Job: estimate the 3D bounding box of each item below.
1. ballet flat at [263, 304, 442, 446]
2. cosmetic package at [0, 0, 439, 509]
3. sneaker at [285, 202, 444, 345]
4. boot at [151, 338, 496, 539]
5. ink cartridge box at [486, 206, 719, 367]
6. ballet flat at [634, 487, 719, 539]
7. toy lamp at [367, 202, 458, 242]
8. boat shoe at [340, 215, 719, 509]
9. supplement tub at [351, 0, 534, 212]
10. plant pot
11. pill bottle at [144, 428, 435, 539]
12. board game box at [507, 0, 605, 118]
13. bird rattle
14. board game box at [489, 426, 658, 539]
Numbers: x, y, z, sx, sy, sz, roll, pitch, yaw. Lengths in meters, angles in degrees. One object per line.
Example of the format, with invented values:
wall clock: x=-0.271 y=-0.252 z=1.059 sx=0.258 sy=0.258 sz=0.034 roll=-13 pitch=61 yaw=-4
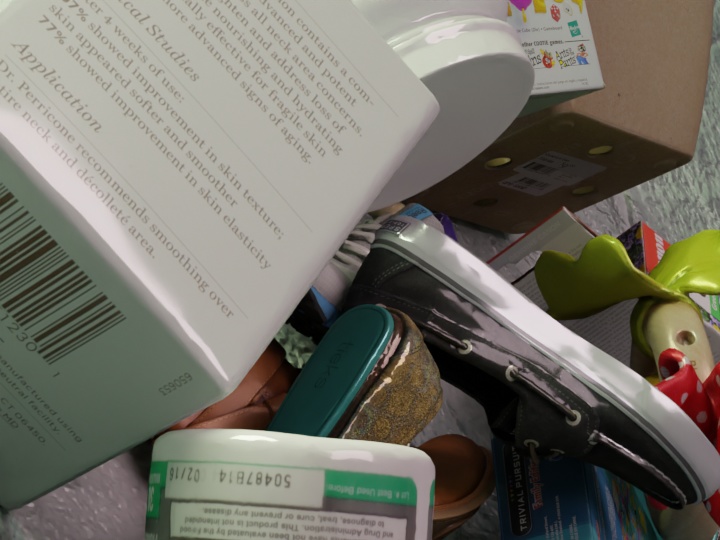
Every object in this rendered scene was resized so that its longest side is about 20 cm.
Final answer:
ballet flat: x=-0.031 y=0.104 z=1.087 sx=0.071 sy=0.071 sz=0.200 roll=46 pitch=67 yaw=-15
cosmetic package: x=-0.107 y=-0.042 z=1.049 sx=0.167 sy=0.166 sz=0.200 roll=48 pitch=46 yaw=-12
sneaker: x=0.000 y=0.000 z=1.232 sx=0.075 sy=0.087 sz=0.200 roll=31 pitch=-1 yaw=21
boot: x=-0.020 y=0.076 z=1.200 sx=0.155 sy=0.074 sz=0.200 roll=51 pitch=27 yaw=2
ink cartridge box: x=0.143 y=0.032 z=1.442 sx=0.200 sy=0.109 sz=0.051 roll=37 pitch=33 yaw=-27
ballet flat: x=0.183 y=0.180 z=1.407 sx=0.069 sy=0.069 sz=0.201 roll=35 pitch=37 yaw=-31
toy lamp: x=-0.005 y=-0.060 z=1.359 sx=0.201 sy=0.058 sz=0.058 roll=58 pitch=29 yaw=-9
boat shoe: x=0.077 y=0.054 z=1.166 sx=0.200 sy=0.069 sz=0.057 roll=37 pitch=74 yaw=-7
supplement tub: x=-0.019 y=-0.142 z=1.203 sx=0.144 sy=0.145 sz=0.201 roll=0 pitch=53 yaw=-55
plant pot: x=0.089 y=-0.133 z=1.470 sx=0.199 sy=0.199 sz=0.178 roll=15 pitch=60 yaw=-49
pill bottle: x=-0.032 y=0.165 z=0.976 sx=0.113 sy=0.113 sz=0.201 roll=13 pitch=78 yaw=-50
board game box: x=0.037 y=-0.176 z=1.320 sx=0.104 sy=0.103 sz=0.201 roll=-8 pitch=84 yaw=-43
bird rattle: x=0.172 y=0.071 z=1.316 sx=0.164 sy=0.112 sz=0.201 roll=85 pitch=-12 yaw=-45
board game box: x=0.119 y=0.163 z=1.260 sx=0.152 sy=0.047 sz=0.200 roll=-93 pitch=162 yaw=-44
